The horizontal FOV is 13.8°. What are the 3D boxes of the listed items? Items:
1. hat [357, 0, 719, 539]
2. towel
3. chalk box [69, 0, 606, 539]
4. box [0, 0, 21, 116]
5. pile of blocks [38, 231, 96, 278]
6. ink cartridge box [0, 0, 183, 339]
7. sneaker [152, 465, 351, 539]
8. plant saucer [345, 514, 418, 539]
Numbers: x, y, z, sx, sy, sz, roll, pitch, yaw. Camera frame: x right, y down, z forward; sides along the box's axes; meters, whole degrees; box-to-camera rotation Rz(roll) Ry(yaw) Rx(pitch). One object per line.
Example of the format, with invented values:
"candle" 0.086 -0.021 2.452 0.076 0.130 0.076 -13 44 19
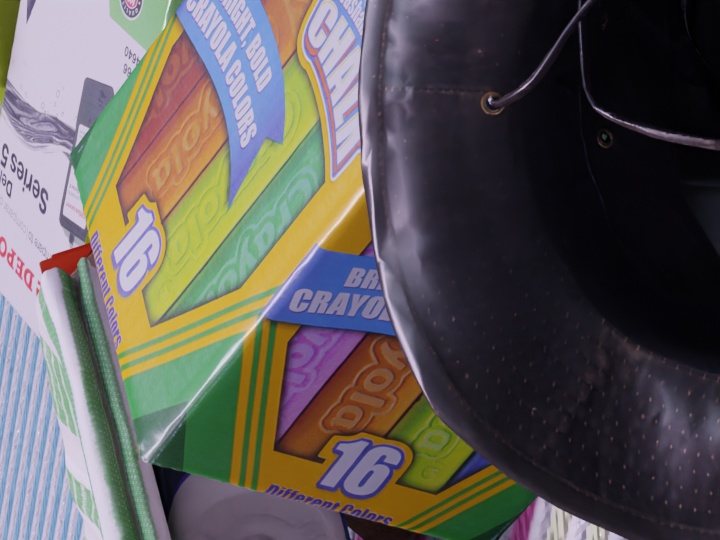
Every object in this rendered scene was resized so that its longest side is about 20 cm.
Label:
"hat" 0.093 -0.037 0.689 0.081 0.200 0.202 -25 -52 -65
"towel" -0.081 0.114 1.010 0.201 0.023 0.153 92 163 -49
"chalk box" 0.029 -0.041 0.806 0.200 0.124 0.125 -52 38 31
"box" -0.137 -0.124 1.365 0.047 0.200 0.123 -7 75 36
"pile of blocks" -0.070 -0.036 1.124 0.200 0.062 0.082 -59 -10 -28
"ink cartridge box" -0.087 -0.062 1.255 0.145 0.084 0.201 43 126 53
"sneaker" -0.037 0.101 1.051 0.147 0.080 0.201 -108 7 -53
"plant saucer" 0.000 0.000 1.083 0.200 0.035 0.201 -174 90 -73
